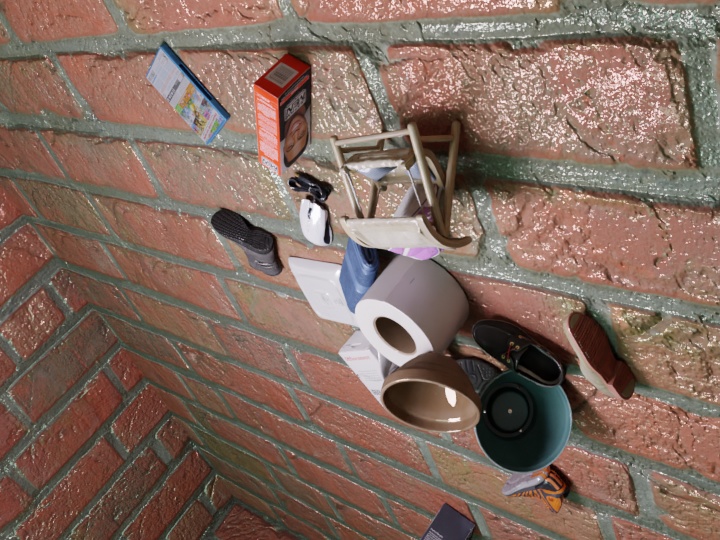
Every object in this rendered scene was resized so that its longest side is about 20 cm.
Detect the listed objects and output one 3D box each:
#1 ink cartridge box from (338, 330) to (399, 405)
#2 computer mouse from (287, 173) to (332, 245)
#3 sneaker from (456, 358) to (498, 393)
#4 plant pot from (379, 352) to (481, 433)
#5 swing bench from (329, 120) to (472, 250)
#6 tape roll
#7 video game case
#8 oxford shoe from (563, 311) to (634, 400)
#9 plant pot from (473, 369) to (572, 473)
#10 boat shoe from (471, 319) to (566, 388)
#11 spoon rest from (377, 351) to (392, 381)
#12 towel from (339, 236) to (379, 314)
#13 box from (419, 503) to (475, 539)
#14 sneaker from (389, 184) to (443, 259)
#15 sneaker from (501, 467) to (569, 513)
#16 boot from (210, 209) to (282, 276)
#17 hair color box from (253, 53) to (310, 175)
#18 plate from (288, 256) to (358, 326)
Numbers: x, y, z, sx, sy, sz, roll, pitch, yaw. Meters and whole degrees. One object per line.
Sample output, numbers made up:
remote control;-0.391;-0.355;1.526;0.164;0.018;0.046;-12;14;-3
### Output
ink cartridge box;0.060;0.239;1.919;0.201;0.085;0.145;51;150;-16
computer mouse;-0.102;-0.115;1.689;0.108;0.044;0.203;25;147;26
sneaker;0.224;0.243;1.747;0.195;0.078;0.114;-10;161;27
plant pot;0.141;0.226;1.521;0.195;0.094;0.203;11;143;8
swing bench;0.064;-0.131;1.294;0.196;0.128;0.206;1;99;48
tape roll;0.105;0.087;1.606;0.200;0.140;0.205;30;148;21
video game case;-0.376;-0.377;1.704;0.201;0.018;0.142;48;150;-10
oxford shoe;0.408;0.156;1.401;0.201;0.071;0.073;53;152;-18
plant pot;0.315;0.295;1.601;0.200;0.201;0.134;42;177;-2
boat shoe;0.303;0.156;1.508;0.198;0.075;0.063;30;-171;13
spoon rest;0.066;0.192;1.778;0.060;0.204;0.099;-27;143;16
towel;0.000;0.000;1.669;0.202;0.047;0.114;108;149;-56
box;0.243;0.852;2.393;0.122;0.199;0.202;30;149;21
sneaker;0.122;-0.091;1.443;0.112;0.074;0.201;23;146;-7
sneaker;0.421;0.532;1.875;0.112;0.078;0.200;43;151;-1
boot;-0.288;-0.061;1.971;0.198;0.070;0.133;34;156;24
hair color box;-0.142;-0.284;1.456;0.060;0.102;0.202;31;150;16
plate;-0.078;0.061;1.907;0.197;0.032;0.202;9;137;44
